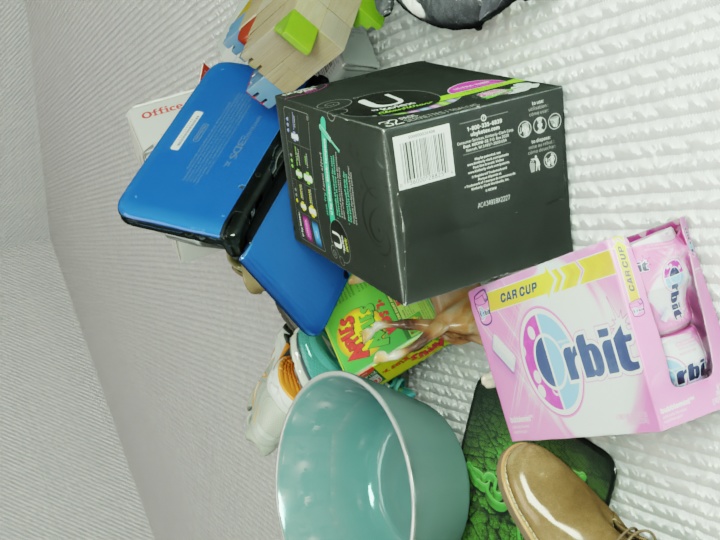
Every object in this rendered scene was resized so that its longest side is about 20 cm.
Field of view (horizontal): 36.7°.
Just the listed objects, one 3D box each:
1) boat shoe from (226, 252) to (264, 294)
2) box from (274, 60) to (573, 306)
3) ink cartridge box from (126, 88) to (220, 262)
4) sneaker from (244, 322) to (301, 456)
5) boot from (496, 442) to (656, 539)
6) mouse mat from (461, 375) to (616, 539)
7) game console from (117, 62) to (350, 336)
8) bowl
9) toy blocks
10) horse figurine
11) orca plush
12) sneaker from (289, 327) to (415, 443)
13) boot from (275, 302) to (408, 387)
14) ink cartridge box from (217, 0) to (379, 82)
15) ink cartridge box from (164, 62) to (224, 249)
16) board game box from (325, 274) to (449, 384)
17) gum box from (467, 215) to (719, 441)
[{"bbox_3d":[-0.111,-0.027,1.147,0.200,0.065,0.075,-135,26,-71],"label":"boat shoe"},{"bbox_3d":[0.041,-0.075,0.810,0.199,0.146,0.127,30,131,61],"label":"box"},{"bbox_3d":[-0.192,-0.127,1.350,0.084,0.144,0.202,92,155,-52],"label":"ink cartridge box"},{"bbox_3d":[-0.083,0.123,1.127,0.075,0.092,0.200,40,-167,-4],"label":"sneaker"},{"bbox_3d":[0.174,0.186,0.726,0.200,0.073,0.076,49,141,15],"label":"boot"},{"bbox_3d":[0.127,0.190,0.873,0.199,0.007,0.164,29,109,61],"label":"mouse mat"},{"bbox_3d":[-0.084,-0.067,0.942,0.168,0.202,0.120,12,141,19],"label":"game console"},{"bbox_3d":[0.021,0.188,0.936,0.199,0.104,0.205,-6,83,53],"label":"bowl"},{"bbox_3d":[-0.055,-0.215,0.892,0.136,0.099,0.203,-28,36,44],"label":"toy blocks"},{"bbox_3d":[0.058,0.013,0.888,0.050,0.130,0.202,92,167,-47],"label":"horse figurine"},{"bbox_3d":[0.080,-0.209,0.789,0.106,0.071,0.199,-57,35,-3],"label":"orca plush"},{"bbox_3d":[0.013,0.122,1.036,0.200,0.078,0.079,47,122,-4],"label":"sneaker"},{"bbox_3d":[-0.007,0.038,1.097,0.200,0.067,0.132,46,143,24],"label":"boot"},{"bbox_3d":[-0.068,-0.211,1.066,0.200,0.043,0.176,-46,56,49],"label":"ink cartridge box"},{"bbox_3d":[-0.149,-0.113,1.160,0.200,0.043,0.177,4,-80,-86],"label":"ink cartridge box"},{"bbox_3d":[0.000,0.000,1.009,0.202,0.101,0.048,64,-170,28],"label":"board game box"},{"bbox_3d":[0.154,0.045,0.713,0.200,0.065,0.116,-27,79,68],"label":"gum box"}]
